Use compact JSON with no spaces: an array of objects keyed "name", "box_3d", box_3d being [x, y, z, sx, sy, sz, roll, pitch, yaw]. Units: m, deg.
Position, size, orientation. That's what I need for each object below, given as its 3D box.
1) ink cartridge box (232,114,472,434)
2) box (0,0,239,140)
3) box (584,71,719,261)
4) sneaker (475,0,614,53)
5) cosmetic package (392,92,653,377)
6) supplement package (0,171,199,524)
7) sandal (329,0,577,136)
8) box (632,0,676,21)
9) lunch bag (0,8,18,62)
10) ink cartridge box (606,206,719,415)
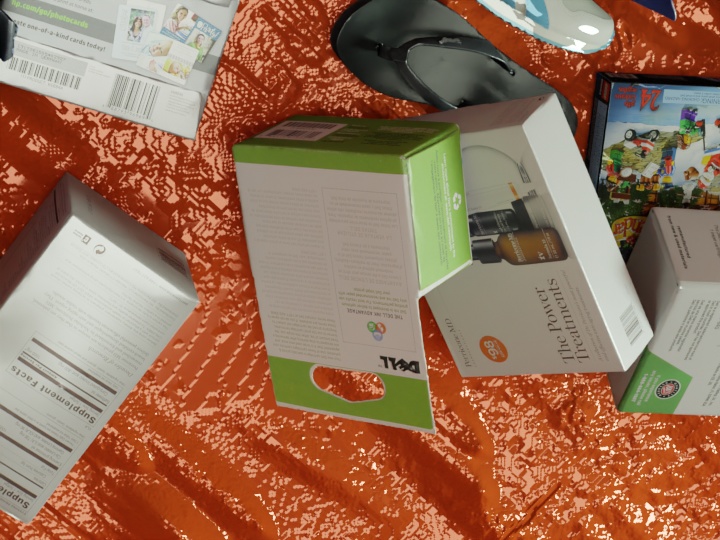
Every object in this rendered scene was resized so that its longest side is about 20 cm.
[{"name":"ink cartridge box","box_3d":[0.000,0.000,1.271,0.076,0.147,0.201,-32,121,-49]},{"name":"box","box_3d":[-0.156,-0.207,1.230,0.155,0.041,0.201,15,105,-17]},{"name":"box","box_3d":[0.268,-0.075,1.365,0.199,0.038,0.137,1,107,-12]},{"name":"sneaker","box_3d":[0.105,-0.222,1.261,0.199,0.077,0.081,32,104,-20]},{"name":"cosmetic package","box_3d":[0.103,-0.020,1.292,0.052,0.150,0.201,-43,117,-39]},{"name":"supplement package","box_3d":[-0.218,0.053,1.261,0.109,0.114,0.200,35,99,-19]},{"name":"sandal","box_3d":[0.074,-0.140,1.299,0.199,0.043,0.076,24,101,-18]},{"name":"box","box_3d":[0.152,-0.263,1.234,0.032,0.121,0.201,-27,111,-3]},{"name":"lunch bag","box_3d":[-0.283,-0.163,1.132,0.132,0.200,0.137,4,102,-16]},{"name":"ink cartridge box","box_3d":[0.297,0.035,1.354,0.199,0.084,0.145,3,136,-13]}]
